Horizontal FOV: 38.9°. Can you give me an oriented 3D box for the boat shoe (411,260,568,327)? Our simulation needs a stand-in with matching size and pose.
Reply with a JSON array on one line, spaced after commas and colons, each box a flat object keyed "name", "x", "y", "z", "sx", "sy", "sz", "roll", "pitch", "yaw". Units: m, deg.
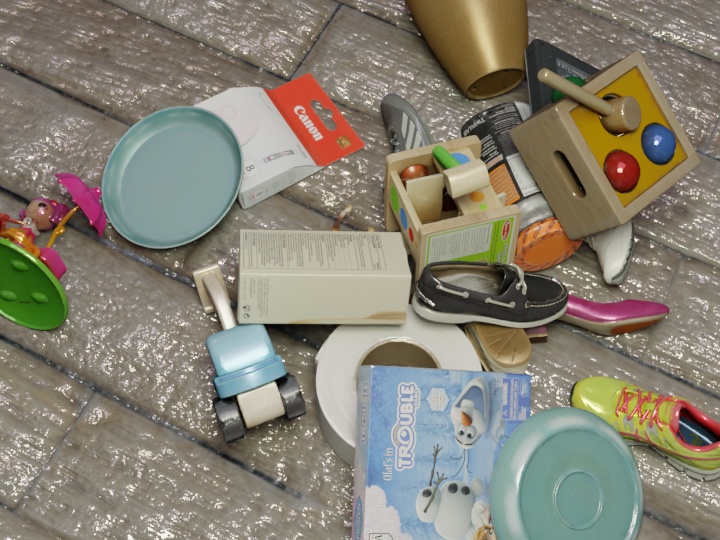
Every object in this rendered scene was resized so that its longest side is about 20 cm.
[{"name": "boat shoe", "x": 0.159, "y": 0.020, "z": 1.201, "sx": 0.197, "sy": 0.061, "sz": 0.074, "roll": 3, "pitch": 41, "yaw": -13}]

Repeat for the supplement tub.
[{"name": "supplement tub", "x": 0.208, "y": -0.108, "z": 1.330, "sx": 0.121, "sy": 0.123, "sz": 0.202, "roll": -14, "pitch": 62, "yaw": -9}]

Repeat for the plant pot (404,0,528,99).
[{"name": "plant pot", "x": 0.163, "y": -0.355, "z": 1.452, "sx": 0.184, "sy": 0.187, "sz": 0.202, "roll": -12, "pitch": 75, "yaw": -9}]

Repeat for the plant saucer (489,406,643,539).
[{"name": "plant saucer", "x": 0.236, "y": 0.253, "z": 1.128, "sx": 0.198, "sy": 0.027, "sz": 0.203, "roll": 3, "pitch": 81, "yaw": -21}]

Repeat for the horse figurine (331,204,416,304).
[{"name": "horse figurine", "x": 0.000, "y": 0.000, "z": 1.305, "sx": 0.199, "sy": 0.050, "sz": 0.132, "roll": 36, "pitch": 60, "yaw": 20}]

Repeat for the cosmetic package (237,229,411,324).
[{"name": "cosmetic package", "x": -0.045, "y": 0.007, "z": 1.200, "sx": 0.197, "sy": 0.072, "sz": 0.106, "roll": 2, "pitch": 32, "yaw": -6}]

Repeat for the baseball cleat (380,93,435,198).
[{"name": "baseball cleat", "x": 0.059, "y": -0.154, "z": 1.382, "sx": 0.106, "sy": 0.070, "sz": 0.201, "roll": -25, "pitch": 63, "yaw": -16}]

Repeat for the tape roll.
[{"name": "tape roll", "x": 0.044, "y": 0.142, "z": 1.213, "sx": 0.200, "sy": 0.071, "sz": 0.205, "roll": 1, "pitch": 61, "yaw": -1}]

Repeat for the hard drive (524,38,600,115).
[{"name": "hard drive", "x": 0.287, "y": -0.210, "z": 1.355, "sx": 0.138, "sy": 0.033, "sz": 0.202, "roll": 22, "pitch": 46, "yaw": -21}]

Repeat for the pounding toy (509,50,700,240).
[{"name": "pounding toy", "x": 0.281, "y": -0.163, "z": 1.202, "sx": 0.183, "sy": 0.142, "sz": 0.201, "roll": -34, "pitch": 96, "yaw": -26}]

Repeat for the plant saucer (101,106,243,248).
[{"name": "plant saucer", "x": -0.244, "y": -0.120, "z": 1.344, "sx": 0.198, "sy": 0.027, "sz": 0.203, "roll": -5, "pitch": 70, "yaw": 13}]

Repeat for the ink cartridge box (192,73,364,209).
[{"name": "ink cartridge box", "x": -0.118, "y": -0.196, "z": 1.415, "sx": 0.199, "sy": 0.057, "sz": 0.163, "roll": -30, "pitch": 65, "yaw": -12}]

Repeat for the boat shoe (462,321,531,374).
[{"name": "boat shoe", "x": 0.157, "y": 0.066, "z": 1.261, "sx": 0.073, "sy": 0.070, "sz": 0.201, "roll": -8, "pitch": 40, "yaw": -5}]

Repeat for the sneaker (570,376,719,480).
[{"name": "sneaker", "x": 0.344, "y": 0.169, "z": 1.195, "sx": 0.198, "sy": 0.091, "sz": 0.079, "roll": 21, "pitch": 63, "yaw": 12}]

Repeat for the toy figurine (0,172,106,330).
[{"name": "toy figurine", "x": -0.409, "y": -0.043, "z": 1.296, "sx": 0.198, "sy": 0.151, "sz": 0.185, "roll": 1, "pitch": 42, "yaw": 27}]

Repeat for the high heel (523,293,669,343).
[{"name": "high heel", "x": 0.283, "y": 0.034, "z": 1.285, "sx": 0.197, "sy": 0.067, "sz": 0.097, "roll": -9, "pitch": 70, "yaw": 8}]

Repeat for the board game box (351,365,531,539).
[{"name": "board game box", "x": 0.091, "y": 0.209, "z": 1.115, "sx": 0.197, "sy": 0.043, "sz": 0.203, "roll": 5, "pitch": 83, "yaw": -20}]

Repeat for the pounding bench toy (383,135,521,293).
[{"name": "pounding bench toy", "x": 0.105, "y": -0.094, "z": 1.227, "sx": 0.123, "sy": 0.201, "sz": 0.157, "roll": -13, "pitch": 50, "yaw": -11}]

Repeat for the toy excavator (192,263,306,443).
[{"name": "toy excavator", "x": -0.147, "y": 0.086, "z": 1.213, "sx": 0.099, "sy": 0.194, "sz": 0.202, "roll": -17, "pitch": 90, "yaw": -11}]

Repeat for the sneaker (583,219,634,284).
[{"name": "sneaker", "x": 0.314, "y": -0.064, "z": 1.346, "sx": 0.086, "sy": 0.075, "sz": 0.202, "roll": -3, "pitch": 51, "yaw": 5}]
